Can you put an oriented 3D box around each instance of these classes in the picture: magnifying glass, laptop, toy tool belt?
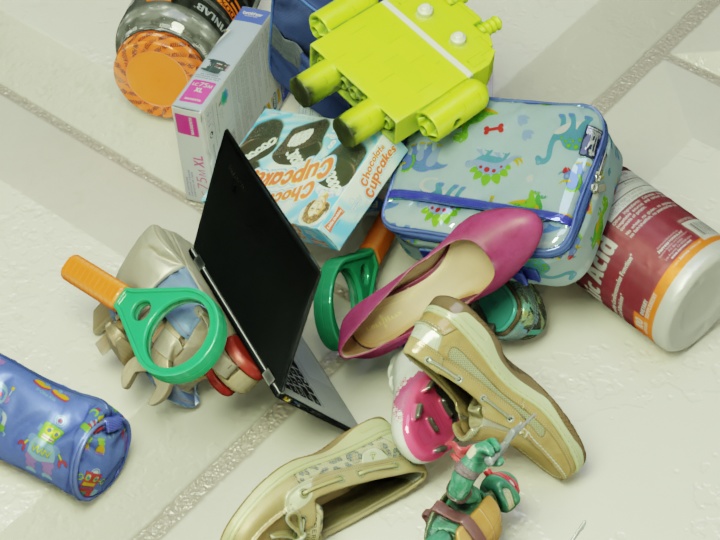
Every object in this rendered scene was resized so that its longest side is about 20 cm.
[{"bbox_3d":[0.000,0.000,1.622,0.022,0.080,0.200,-4,31,25],"label":"magnifying glass"},{"bbox_3d":[-0.057,0.014,1.502,0.116,0.200,0.188,-43,51,12],"label":"laptop"},{"bbox_3d":[-0.165,0.064,1.545,0.123,0.125,0.200,-44,48,11],"label":"toy tool belt"},{"bbox_3d":[-0.186,0.033,1.486,0.199,0.022,0.080,28,79,38],"label":"magnifying glass"}]

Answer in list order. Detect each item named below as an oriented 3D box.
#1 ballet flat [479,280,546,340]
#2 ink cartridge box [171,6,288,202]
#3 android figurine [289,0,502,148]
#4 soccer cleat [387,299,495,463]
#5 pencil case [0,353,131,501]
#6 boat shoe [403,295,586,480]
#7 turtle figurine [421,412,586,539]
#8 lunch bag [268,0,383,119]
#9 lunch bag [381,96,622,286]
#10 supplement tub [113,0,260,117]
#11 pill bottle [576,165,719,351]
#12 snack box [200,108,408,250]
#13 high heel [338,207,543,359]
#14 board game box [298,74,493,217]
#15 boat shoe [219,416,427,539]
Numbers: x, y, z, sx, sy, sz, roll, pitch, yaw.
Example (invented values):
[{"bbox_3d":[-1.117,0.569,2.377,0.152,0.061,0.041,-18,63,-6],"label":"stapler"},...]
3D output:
[{"bbox_3d":[0.110,-0.006,1.646,0.074,0.075,0.201,-17,52,-18],"label":"ballet flat"},{"bbox_3d":[-0.124,-0.174,1.756,0.042,0.120,0.201,14,47,19],"label":"ink cartridge box"},{"bbox_3d":[0.039,-0.190,1.597,0.199,0.041,0.182,-33,61,-22],"label":"android figurine"},{"bbox_3d":[0.055,0.101,1.528,0.086,0.070,0.201,-19,26,33],"label":"soccer cleat"},{"bbox_3d":[-0.288,0.116,1.492,0.199,0.088,0.078,25,17,20],"label":"pencil case"},{"bbox_3d":[0.105,0.114,1.466,0.200,0.071,0.076,47,67,-17],"label":"boat shoe"},{"bbox_3d":[0.093,0.214,1.399,0.100,0.150,0.200,-10,30,50],"label":"turtle figurine"},{"bbox_3d":[0.007,-0.208,1.721,0.199,0.137,0.132,37,56,27],"label":"lunch bag"},{"bbox_3d":[0.126,-0.073,1.583,0.198,0.083,0.162,11,68,28],"label":"lunch bag"},{"bbox_3d":[-0.180,-0.258,1.835,0.121,0.123,0.201,10,46,8],"label":"supplement tub"},{"bbox_3d":[0.243,-0.026,1.628,0.114,0.115,0.200,-32,54,-29],"label":"pill bottle"},{"bbox_3d":[-0.055,-0.088,1.645,0.199,0.037,0.117,14,65,51],"label":"snack box"},{"bbox_3d":[0.068,0.017,1.499,0.068,0.199,0.096,50,30,-6],"label":"high heel"},{"bbox_3d":[0.034,-0.134,1.776,0.197,0.044,0.201,3,45,3],"label":"board game box"},{"bbox_3d":[-0.030,0.188,1.438,0.199,0.074,0.063,-32,59,-33],"label":"boat shoe"}]
